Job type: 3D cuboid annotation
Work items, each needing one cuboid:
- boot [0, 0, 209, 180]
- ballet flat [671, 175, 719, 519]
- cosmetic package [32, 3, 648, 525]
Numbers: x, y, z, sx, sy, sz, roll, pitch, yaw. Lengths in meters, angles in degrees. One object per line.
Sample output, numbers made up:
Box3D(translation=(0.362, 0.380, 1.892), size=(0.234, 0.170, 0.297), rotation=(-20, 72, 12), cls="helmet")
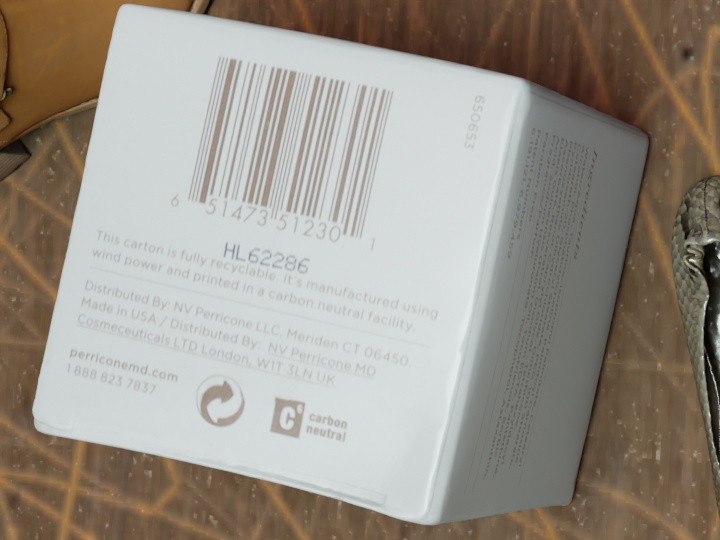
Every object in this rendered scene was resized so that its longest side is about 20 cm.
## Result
Box3D(translation=(-0.157, -0.107, 1.085), size=(0.200, 0.155, 0.077), rotation=(-37, 76, 15), cls="boot")
Box3D(translation=(0.166, 0.058, 1.020), size=(0.067, 0.046, 0.200), rotation=(-15, 83, 19), cls="ballet flat")
Box3D(translation=(0.000, 0.000, 1.000), size=(0.167, 0.200, 0.166), rotation=(12, 91, 20), cls="cosmetic package")
